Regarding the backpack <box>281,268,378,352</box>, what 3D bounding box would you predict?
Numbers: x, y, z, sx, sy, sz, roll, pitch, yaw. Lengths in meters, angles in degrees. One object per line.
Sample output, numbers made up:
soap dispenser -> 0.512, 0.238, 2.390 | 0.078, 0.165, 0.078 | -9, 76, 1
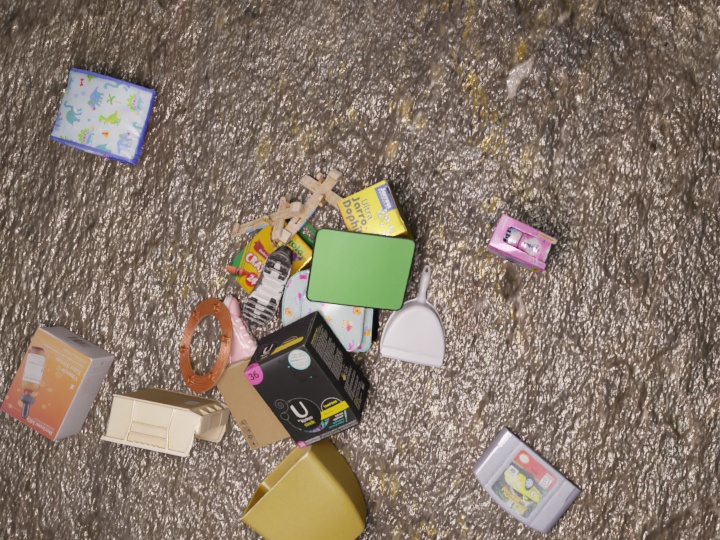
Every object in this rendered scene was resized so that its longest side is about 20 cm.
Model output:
backpack -> -0.067, 0.079, 1.592 | 0.197, 0.153, 0.179 | 6, 99, 12

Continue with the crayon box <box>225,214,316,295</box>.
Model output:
crayon box -> -0.180, -0.030, 1.666 | 0.127, 0.051, 0.200 | 45, 94, 9

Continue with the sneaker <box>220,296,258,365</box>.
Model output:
sneaker -> -0.245, 0.156, 1.658 | 0.103, 0.075, 0.203 | -2, 90, 7

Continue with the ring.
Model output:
ring -> -0.336, 0.159, 1.638 | 0.199, 0.019, 0.203 | -19, 64, 43

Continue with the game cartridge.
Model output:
game cartridge -> 0.333, 0.435, 1.572 | 0.199, 0.041, 0.134 | 39, 98, 9

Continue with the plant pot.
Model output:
plant pot -> -0.093, 0.476, 1.567 | 0.200, 0.194, 0.196 | 44, 94, -1

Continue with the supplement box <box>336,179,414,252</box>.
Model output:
supplement box -> 0.035, -0.099, 1.559 | 0.108, 0.200, 0.110 | -23, 84, 7

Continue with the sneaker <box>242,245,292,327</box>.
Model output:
sneaker -> -0.187, 0.030, 1.607 | 0.066, 0.091, 0.201 | 26, 118, -2

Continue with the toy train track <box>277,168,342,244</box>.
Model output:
toy train track -> -0.108, -0.142, 1.631 | 0.114, 0.033, 0.201 | 33, 74, 17

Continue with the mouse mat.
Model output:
mouse mat -> 0.000, 0.000, 1.477 | 0.197, 0.008, 0.163 | 7, 116, -8

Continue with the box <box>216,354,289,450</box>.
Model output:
box -> -0.202, 0.273, 1.630 | 0.162, 0.021, 0.202 | -21, 107, 10

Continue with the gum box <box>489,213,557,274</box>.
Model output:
gum box -> 0.317, -0.049, 1.511 | 0.112, 0.200, 0.067 | 25, 91, 11

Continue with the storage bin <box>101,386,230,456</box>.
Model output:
storage bin -> -0.399, 0.314, 1.611 | 0.196, 0.200, 0.095 | 10, 87, 9

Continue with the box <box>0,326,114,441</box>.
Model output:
box -> -0.670, 0.248, 1.703 | 0.151, 0.106, 0.202 | 26, 91, 9

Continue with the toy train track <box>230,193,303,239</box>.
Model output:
toy train track -> -0.208, -0.113, 1.640 | 0.198, 0.032, 0.116 | -16, 50, 34

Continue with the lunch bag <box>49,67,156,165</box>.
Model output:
lunch bag -> -0.557, -0.337, 1.702 | 0.198, 0.127, 0.172 | 15, 90, 19

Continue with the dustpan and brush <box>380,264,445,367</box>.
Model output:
dustpan and brush -> 0.124, 0.090, 1.617 | 0.138, 0.057, 0.203 | 11, 96, -2

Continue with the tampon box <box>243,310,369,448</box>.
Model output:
tampon box -> -0.101, 0.213, 1.500 | 0.149, 0.127, 0.201 | -27, 110, 22
